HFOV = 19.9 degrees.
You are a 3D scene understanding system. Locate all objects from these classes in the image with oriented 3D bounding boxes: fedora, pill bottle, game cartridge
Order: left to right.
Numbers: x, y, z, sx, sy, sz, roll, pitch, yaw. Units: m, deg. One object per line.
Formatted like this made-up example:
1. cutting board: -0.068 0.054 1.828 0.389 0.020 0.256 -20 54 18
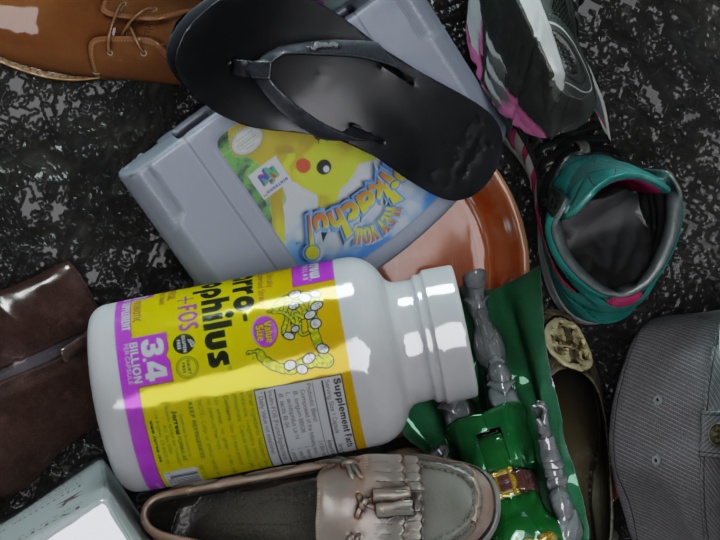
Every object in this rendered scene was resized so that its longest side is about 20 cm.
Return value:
1. pill bottle: -0.041 0.052 1.110 0.199 0.104 0.105 -11 93 0
2. game cartridge: -0.020 -0.061 1.163 0.200 0.040 0.134 -37 114 -5
3. fedora: 0.199 0.105 1.198 0.090 0.177 0.201 -2 95 21

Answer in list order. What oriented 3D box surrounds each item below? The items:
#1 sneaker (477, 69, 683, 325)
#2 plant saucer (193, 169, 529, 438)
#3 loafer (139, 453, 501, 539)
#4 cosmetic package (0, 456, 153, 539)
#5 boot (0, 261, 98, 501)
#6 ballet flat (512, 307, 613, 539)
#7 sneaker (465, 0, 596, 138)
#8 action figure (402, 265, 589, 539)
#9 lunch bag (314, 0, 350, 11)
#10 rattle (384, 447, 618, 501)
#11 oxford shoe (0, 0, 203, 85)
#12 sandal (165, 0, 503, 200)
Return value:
1. sneaker: 0.126 -0.064 1.184 0.083 0.121 0.201 -19 93 -11
2. plant saucer: 0.000 0.000 1.215 0.199 0.032 0.201 0 92 -8
3. loafer: -0.025 0.135 1.108 0.199 0.063 0.072 -9 69 25
4. cosmetic package: -0.167 0.221 1.113 0.167 0.200 0.167 -31 95 -7
5. boot: -0.239 0.037 1.177 0.166 0.072 0.200 -33 94 -18
6. ballet flat: 0.123 0.114 1.180 0.067 0.046 0.201 13 64 -28
7. sneaker: 0.102 -0.170 1.171 0.086 0.080 0.201 -9 61 -17
8. action figure: 0.076 0.101 1.149 0.118 0.055 0.201 -21 69 6
9. lunch bag: -0.073 -0.234 1.156 0.199 0.077 0.161 19 83 7
10. rattle: 0.053 0.179 1.222 0.200 0.143 0.130 -15 52 -43
11. oxford shoe: -0.133 -0.140 1.174 0.199 0.071 0.072 7 92 -7
12. sandal: -0.007 -0.098 1.116 0.199 0.043 0.076 19 97 -20
